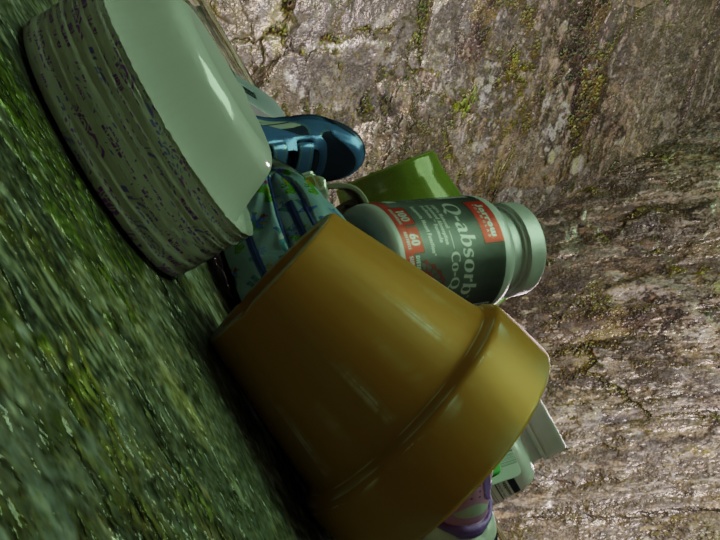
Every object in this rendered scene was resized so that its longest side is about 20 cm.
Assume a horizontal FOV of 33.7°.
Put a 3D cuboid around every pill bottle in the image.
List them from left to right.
[{"bbox_3d":[0.077,-0.013,1.153,0.115,0.198,0.117,14,-73,53],"label":"pill bottle"},{"bbox_3d":[0.126,0.212,1.336,0.112,0.199,0.111,60,2,-4],"label":"pill bottle"}]

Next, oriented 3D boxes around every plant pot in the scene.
[{"bbox_3d":[0.000,0.068,0.837,0.183,0.200,0.200,44,5,-6],"label":"plant pot"},{"bbox_3d":[0.061,-0.031,1.420,0.200,0.198,0.195,-75,144,-86],"label":"plant pot"}]

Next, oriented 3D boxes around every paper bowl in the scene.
[{"bbox_3d":[-0.134,-0.106,0.815,0.202,0.104,0.201,61,4,-6],"label":"paper bowl"}]

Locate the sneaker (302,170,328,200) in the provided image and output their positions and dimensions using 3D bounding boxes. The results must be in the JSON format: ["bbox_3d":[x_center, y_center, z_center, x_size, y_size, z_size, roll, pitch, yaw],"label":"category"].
[{"bbox_3d":[-0.092,-0.075,1.149,0.074,0.115,0.200,64,5,32],"label":"sneaker"}]

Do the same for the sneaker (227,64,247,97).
[{"bbox_3d":[-0.147,-0.163,1.047,0.146,0.081,0.200,38,4,-17],"label":"sneaker"}]

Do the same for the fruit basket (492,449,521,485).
[{"bbox_3d":[0.042,0.127,1.135,0.201,0.184,0.094,64,-36,24],"label":"fruit basket"}]

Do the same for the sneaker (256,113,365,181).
[{"bbox_3d":[-0.089,-0.116,1.208,0.083,0.197,0.075,-105,-155,-52],"label":"sneaker"}]

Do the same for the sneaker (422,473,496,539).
[{"bbox_3d":[0.058,0.136,0.994,0.201,0.080,0.089,-123,-151,-45],"label":"sneaker"}]

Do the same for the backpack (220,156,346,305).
[{"bbox_3d":[-0.048,0.010,1.021,0.164,0.152,0.202,53,23,-43],"label":"backpack"}]

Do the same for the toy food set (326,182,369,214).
[{"bbox_3d":[0.000,0.000,1.261,0.144,0.060,0.202,-146,-145,-85],"label":"toy food set"}]

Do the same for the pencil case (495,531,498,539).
[{"bbox_3d":[0.123,0.340,1.229,0.089,0.088,0.200,59,5,-19],"label":"pencil case"}]

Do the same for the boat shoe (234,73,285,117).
[{"bbox_3d":[-0.180,-0.215,1.484,0.199,0.065,0.074,32,28,-38],"label":"boat shoe"}]
